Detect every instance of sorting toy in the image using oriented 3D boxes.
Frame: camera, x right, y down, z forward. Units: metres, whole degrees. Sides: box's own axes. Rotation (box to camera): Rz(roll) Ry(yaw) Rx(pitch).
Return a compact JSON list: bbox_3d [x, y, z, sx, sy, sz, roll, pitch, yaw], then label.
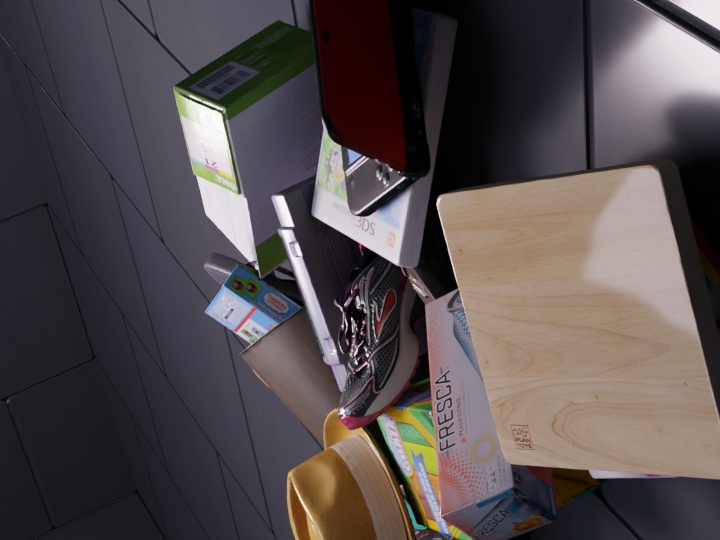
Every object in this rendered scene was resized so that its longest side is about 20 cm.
[{"bbox_3d":[0.163,0.027,0.963,0.200,0.069,0.200,-5,104,52],"label":"sorting toy"}]

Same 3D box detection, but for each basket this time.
[{"bbox_3d":[0.004,0.118,1.482,0.200,0.180,0.136,55,-168,3],"label":"basket"}]

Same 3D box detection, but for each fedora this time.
[{"bbox_3d":[-0.015,0.234,1.366,0.201,0.081,0.202,163,90,-70],"label":"fedora"}]

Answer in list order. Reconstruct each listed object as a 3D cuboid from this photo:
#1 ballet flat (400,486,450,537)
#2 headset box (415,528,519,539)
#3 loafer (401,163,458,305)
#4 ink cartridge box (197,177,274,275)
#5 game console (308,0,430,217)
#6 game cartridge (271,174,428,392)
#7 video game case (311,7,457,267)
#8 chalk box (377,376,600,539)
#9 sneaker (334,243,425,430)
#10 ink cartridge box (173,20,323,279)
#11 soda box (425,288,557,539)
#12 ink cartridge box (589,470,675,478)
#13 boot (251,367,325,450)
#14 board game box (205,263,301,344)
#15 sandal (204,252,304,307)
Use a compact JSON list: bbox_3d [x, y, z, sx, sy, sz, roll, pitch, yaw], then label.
[{"bbox_3d":[0.075,0.233,1.527,0.068,0.072,0.200,51,163,-8],"label":"ballet flat"},{"bbox_3d":[0.084,0.322,1.478,0.077,0.149,0.200,56,163,-5],"label":"headset box"},{"bbox_3d":[0.063,-0.007,1.265,0.201,0.073,0.071,66,163,6],"label":"loafer"},{"bbox_3d":[-0.148,-0.107,1.766,0.200,0.043,0.197,43,151,44],"label":"ink cartridge box"},{"bbox_3d":[-0.020,-0.161,1.131,0.172,0.118,0.201,-33,58,58],"label":"game console"},{"bbox_3d":[0.000,0.000,1.362,0.038,0.129,0.201,5,117,61],"label":"game cartridge"},{"bbox_3d":[0.015,-0.122,1.215,0.182,0.022,0.201,32,116,60],"label":"video game case"},{"bbox_3d":[0.098,0.152,1.283,0.125,0.124,0.200,68,162,-3],"label":"chalk box"},{"bbox_3d":[0.010,0.049,1.301,0.074,0.201,0.081,29,146,-23],"label":"sneaker"},{"bbox_3d":[-0.087,-0.116,1.413,0.076,0.148,0.201,25,139,36],"label":"ink cartridge box"},{"bbox_3d":[0.098,0.105,1.118,0.064,0.068,0.201,38,-144,-39],"label":"soda box"},{"bbox_3d":[0.183,0.056,1.060,0.197,0.043,0.200,66,163,2],"label":"ink cartridge box"},{"bbox_3d":[-0.032,0.158,1.627,0.199,0.077,0.156,16,147,6],"label":"boot"},{"bbox_3d":[-0.079,0.078,1.679,0.200,0.037,0.151,36,161,-4],"label":"board game box"},{"bbox_3d":[-0.104,0.012,1.689,0.200,0.043,0.076,23,160,38],"label":"sandal"}]
